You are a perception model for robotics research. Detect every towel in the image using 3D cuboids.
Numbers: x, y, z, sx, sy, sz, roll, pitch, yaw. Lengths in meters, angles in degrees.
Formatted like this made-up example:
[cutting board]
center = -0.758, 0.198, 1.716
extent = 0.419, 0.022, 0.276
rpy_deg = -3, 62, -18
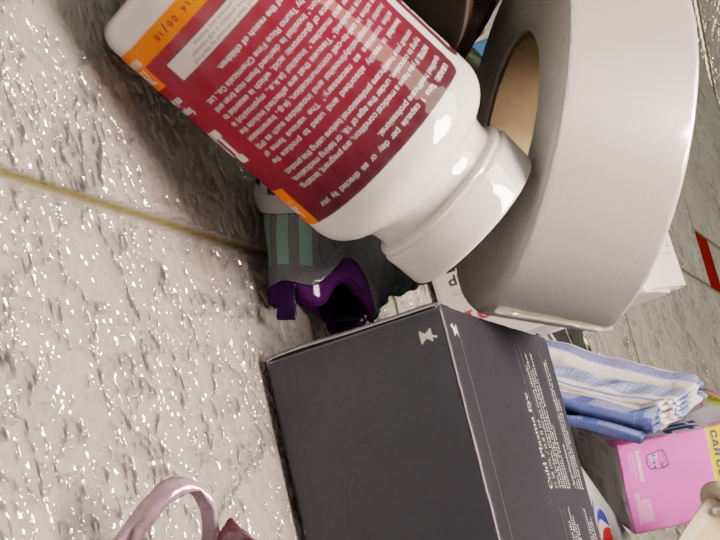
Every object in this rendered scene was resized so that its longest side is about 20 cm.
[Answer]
[towel]
center = 0.158, 0.081, 1.137
extent = 0.200, 0.146, 0.024
rpy_deg = -10, 111, -68

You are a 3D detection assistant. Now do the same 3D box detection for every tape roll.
[tape roll]
center = 0.111, -0.070, 0.869
extent = 0.202, 0.071, 0.203
rpy_deg = -170, -90, -79

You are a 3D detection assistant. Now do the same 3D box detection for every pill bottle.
[pill bottle]
center = -0.017, -0.089, 0.786
extent = 0.200, 0.113, 0.113
rpy_deg = 41, 28, -12

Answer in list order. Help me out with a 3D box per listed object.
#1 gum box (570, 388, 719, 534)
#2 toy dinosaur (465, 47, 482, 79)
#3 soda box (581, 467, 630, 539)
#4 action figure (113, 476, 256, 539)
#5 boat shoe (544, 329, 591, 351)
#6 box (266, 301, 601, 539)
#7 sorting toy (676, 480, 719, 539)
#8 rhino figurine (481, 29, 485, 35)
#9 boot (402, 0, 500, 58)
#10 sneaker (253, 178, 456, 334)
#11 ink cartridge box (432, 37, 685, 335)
[gum box]
center = 0.232, 0.138, 1.210
extent = 0.200, 0.113, 0.066
rpy_deg = -158, -124, -86
[toy dinosaur]
center = 0.031, -0.112, 0.991
extent = 0.077, 0.200, 0.102
rpy_deg = -51, 148, -36
[soda box]
center = 0.120, 0.163, 1.068
extent = 0.200, 0.063, 0.068
rpy_deg = 52, 26, -41
[action figure]
center = -0.033, 0.197, 0.651
extent = 0.149, 0.134, 0.200
rpy_deg = 34, -14, 29
[boat shoe]
center = 0.148, 0.002, 1.289
extent = 0.200, 0.056, 0.069
rpy_deg = 62, 22, -23
[box]
center = 0.052, 0.134, 0.862
extent = 0.182, 0.104, 0.201
rpy_deg = 21, 53, -65
[sorting toy]
center = 0.206, 0.255, 1.066
extent = 0.107, 0.200, 0.180
rpy_deg = 36, -10, 7
[rhino figurine]
center = 0.063, -0.242, 1.283
extent = 0.088, 0.060, 0.200
rpy_deg = 52, 23, -18
[boot]
center = 0.063, -0.187, 0.884
extent = 0.200, 0.064, 0.187
rpy_deg = -57, 174, -28
[sneaker]
center = 0.000, 0.000, 0.925
extent = 0.200, 0.074, 0.088
rpy_deg = 14, 75, -57
[ink cartridge box]
center = 0.123, -0.058, 1.150
extent = 0.146, 0.146, 0.201
rpy_deg = -1, 73, -69
